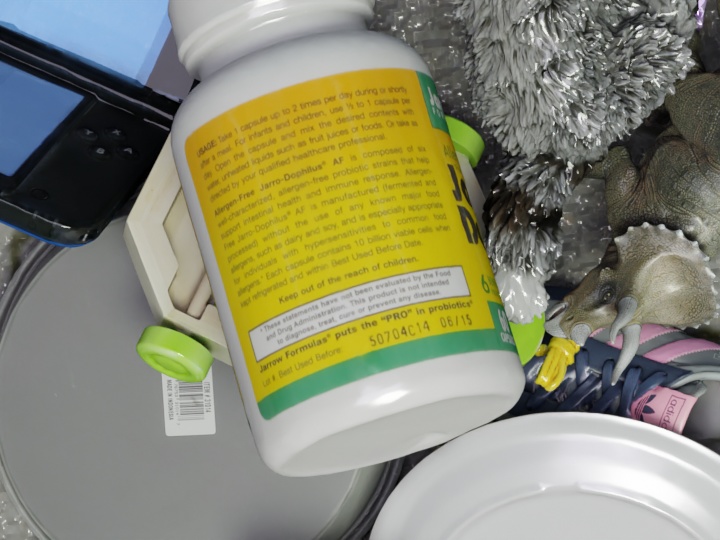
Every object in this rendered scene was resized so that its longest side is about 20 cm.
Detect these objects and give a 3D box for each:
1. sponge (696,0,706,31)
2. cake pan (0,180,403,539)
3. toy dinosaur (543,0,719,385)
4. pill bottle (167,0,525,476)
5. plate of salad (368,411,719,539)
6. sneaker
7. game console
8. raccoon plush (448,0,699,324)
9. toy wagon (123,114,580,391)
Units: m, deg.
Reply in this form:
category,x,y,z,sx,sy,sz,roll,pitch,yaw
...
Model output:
category,x,y,z,sx,sy,sz,roll,pitch,yaw
sponge,0.063,-0.177,1.230,0.200,0.030,0.112,10,94,6
cake pan,-0.077,0.057,1.249,0.200,0.037,0.201,0,93,7
toy dinosaur,0.146,-0.049,1.180,0.200,0.077,0.102,-55,45,4
pill bottle,-0.013,-0.027,1.120,0.113,0.113,0.200,-19,76,8
plate of salad,0.101,0.141,1.218,0.200,0.048,0.200,6,122,10
sneaker,0.118,0.052,1.209,0.200,0.082,0.070,13,94,7
game console,-0.168,-0.126,1.223,0.200,0.171,0.118,23,122,6
raccoon plush,0.062,-0.090,1.127,0.097,0.134,0.200,-5,68,42
toy wagon,0.000,0.000,1.195,0.200,0.040,0.155,26,71,-2
